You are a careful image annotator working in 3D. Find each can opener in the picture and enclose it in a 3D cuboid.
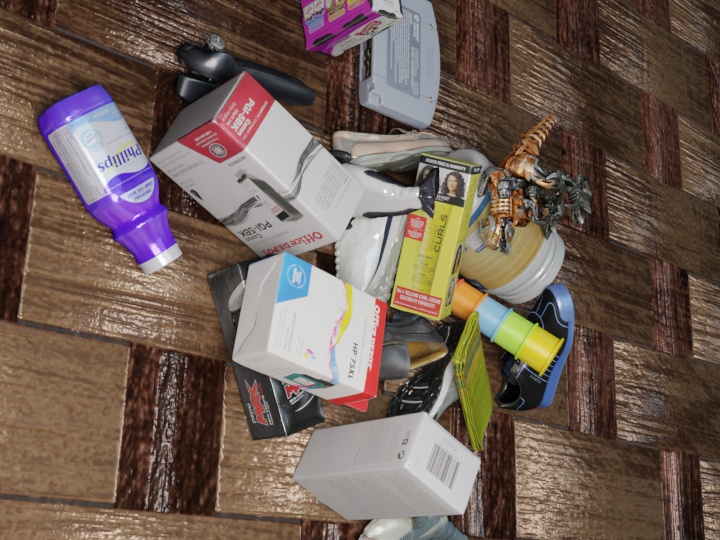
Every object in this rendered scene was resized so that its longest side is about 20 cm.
[{"bbox_3d":[-0.140,-0.237,1.237,0.199,0.079,0.063,1,38,-45],"label":"can opener"}]

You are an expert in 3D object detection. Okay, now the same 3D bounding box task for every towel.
[{"bbox_3d":[0.155,0.150,1.341,0.201,0.018,0.086,74,34,-44],"label":"towel"}]

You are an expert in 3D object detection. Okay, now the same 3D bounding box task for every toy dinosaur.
[{"bbox_3d":[0.221,-0.110,1.298,0.135,0.102,0.201,27,90,-14],"label":"toy dinosaur"}]

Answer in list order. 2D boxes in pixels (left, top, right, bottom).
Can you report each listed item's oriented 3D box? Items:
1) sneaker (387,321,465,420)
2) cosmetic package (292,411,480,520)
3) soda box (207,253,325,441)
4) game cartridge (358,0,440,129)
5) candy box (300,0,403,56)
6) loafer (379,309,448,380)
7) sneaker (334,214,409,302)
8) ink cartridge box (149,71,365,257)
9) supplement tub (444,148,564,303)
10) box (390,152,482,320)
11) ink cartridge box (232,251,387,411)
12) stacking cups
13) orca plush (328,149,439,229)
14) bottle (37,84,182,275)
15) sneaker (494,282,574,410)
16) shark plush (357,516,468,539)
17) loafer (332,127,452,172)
[{"bbox_3d":[0.103,0.160,1.327,0.201,0.074,0.080,-54,126,-35],"label":"sneaker"},{"bbox_3d":[0.027,0.227,1.149,0.101,0.199,0.072,42,53,-25],"label":"cosmetic package"},{"bbox_3d":[-0.108,0.088,1.155,0.063,0.070,0.202,-16,89,-43],"label":"soda box"},{"bbox_3d":[0.058,-0.307,1.442,0.132,0.040,0.202,15,68,-35],"label":"game cartridge"},{"bbox_3d":[-0.020,-0.402,1.329,0.061,0.136,0.202,1,78,-43],"label":"candy box"},{"bbox_3d":[0.035,0.104,1.258,0.072,0.073,0.199,35,38,27],"label":"loafer"},{"bbox_3d":[0.000,0.000,1.285,0.076,0.080,0.202,54,55,-71],"label":"sneaker"},{"bbox_3d":[-0.116,-0.109,1.152,0.200,0.146,0.083,42,55,-24],"label":"ink cartridge box"},{"bbox_3d":[0.175,-0.057,1.400,0.200,0.144,0.146,37,56,-28],"label":"supplement tub"},{"bbox_3d":[0.095,-0.044,1.286,0.050,0.075,0.202,-20,124,-66],"label":"box"},{"bbox_3d":[-0.038,0.074,1.127,0.199,0.067,0.117,27,60,-36],"label":"ink cartridge box"},{"bbox_3d":[0.175,0.062,1.359,0.199,0.061,0.061,34,50,12],"label":"stacking cups"},{"bbox_3d":[0.010,-0.114,1.250,0.071,0.198,0.106,-51,129,-50],"label":"orca plush"},{"bbox_3d":[-0.259,-0.093,1.073,0.083,0.065,0.201,-38,104,-43],"label":"bottle"},{"bbox_3d":[0.240,0.112,1.407,0.077,0.070,0.202,-4,118,-21],"label":"sneaker"},{"bbox_3d":[0.064,0.328,1.274,0.200,0.090,0.084,24,82,-58],"label":"shark plush"},{"bbox_3d":[0.045,-0.170,1.372,0.199,0.072,0.063,-14,80,-40],"label":"loafer"}]
